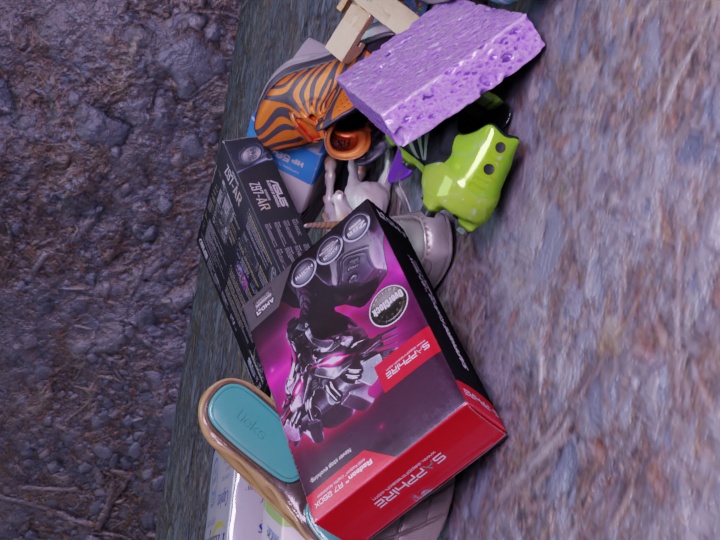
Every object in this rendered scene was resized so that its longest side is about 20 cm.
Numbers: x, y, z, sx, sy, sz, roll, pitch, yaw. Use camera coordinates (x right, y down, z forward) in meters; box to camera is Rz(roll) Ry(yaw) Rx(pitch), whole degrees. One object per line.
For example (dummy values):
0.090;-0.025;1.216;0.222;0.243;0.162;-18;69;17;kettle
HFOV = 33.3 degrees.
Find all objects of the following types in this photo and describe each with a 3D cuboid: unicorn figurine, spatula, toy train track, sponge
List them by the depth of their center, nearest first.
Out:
0.048;-0.142;0.830;0.111;0.030;0.200;-35;18;1;sponge
0.037;-0.033;0.971;0.056;0.020;0.202;166;108;-69;spatula
0.039;-0.259;0.987;0.115;0.032;0.201;44;110;27;toy train track
-0.005;-0.060;1.105;0.200;0.073;0.139;87;-175;-67;unicorn figurine

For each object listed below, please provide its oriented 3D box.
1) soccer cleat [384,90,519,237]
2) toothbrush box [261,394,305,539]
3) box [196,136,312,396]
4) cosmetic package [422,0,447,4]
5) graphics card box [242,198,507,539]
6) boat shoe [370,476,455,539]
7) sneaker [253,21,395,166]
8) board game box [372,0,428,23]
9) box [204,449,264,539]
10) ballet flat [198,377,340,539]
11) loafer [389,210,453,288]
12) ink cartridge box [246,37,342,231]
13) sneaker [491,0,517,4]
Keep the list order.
0.065;-0.093;0.824;0.081;0.067;0.200;-59;20;17;soccer cleat
-0.029;0.143;0.980;0.146;0.085;0.202;151;124;-78;toothbrush box
-0.096;-0.002;1.160;0.201;0.043;0.161;64;150;28;box
-0.004;-0.287;0.879;0.104;0.199;0.073;-64;15;5;cosmetic package
0.002;0.061;0.784;0.125;0.051;0.201;-40;42;16;graphics card box
0.029;0.122;0.831;0.073;0.074;0.202;102;180;-65;boat shoe
-0.032;-0.135;1.049;0.199;0.077;0.113;-28;36;40;sneaker
0.036;-0.298;1.119;0.152;0.036;0.201;111;161;-44;board game box
-0.093;0.247;1.190;0.184;0.104;0.202;132;144;-69;box
-0.037;0.155;0.870;0.069;0.200;0.063;-43;-5;-23;ballet flat
0.000;0.000;0.937;0.200;0.069;0.071;-30;61;54;loafer
-0.069;-0.117;1.267;0.147;0.084;0.201;-62;-3;-40;ink cartridge box
0.070;-0.219;0.764;0.075;0.087;0.200;-60;13;-1;sneaker
